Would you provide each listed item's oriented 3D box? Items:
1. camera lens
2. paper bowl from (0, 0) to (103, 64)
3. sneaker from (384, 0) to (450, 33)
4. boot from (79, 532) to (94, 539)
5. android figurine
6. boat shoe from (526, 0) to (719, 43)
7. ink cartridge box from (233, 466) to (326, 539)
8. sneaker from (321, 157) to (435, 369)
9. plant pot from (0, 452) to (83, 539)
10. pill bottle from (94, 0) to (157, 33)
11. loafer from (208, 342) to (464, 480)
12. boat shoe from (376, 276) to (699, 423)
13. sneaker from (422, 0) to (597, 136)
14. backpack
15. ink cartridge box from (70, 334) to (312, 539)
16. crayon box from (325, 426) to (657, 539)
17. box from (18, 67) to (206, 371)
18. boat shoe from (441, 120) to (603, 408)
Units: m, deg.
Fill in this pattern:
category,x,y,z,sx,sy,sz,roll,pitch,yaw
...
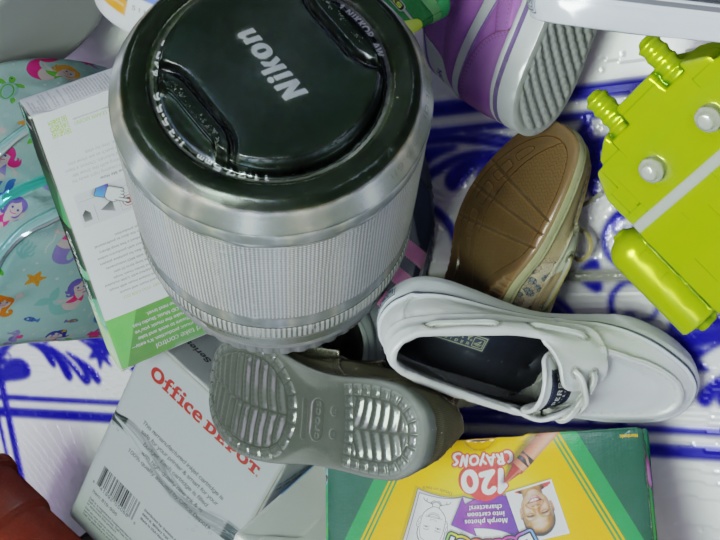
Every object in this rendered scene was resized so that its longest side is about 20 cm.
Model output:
category,x,y,z,sx,sy,sz,roll,pitch,yaw
camera lens,-0.047,-0.056,0.644,0.160,0.160,0.200,43,160,16
paper bowl,-0.252,-0.205,0.813,0.104,0.201,0.201,52,124,11
sneaker,0.012,-0.216,0.701,0.083,0.074,0.200,-12,67,5
boot,-0.223,0.324,1.017,0.154,0.073,0.204,50,119,15
android figurine,0.210,-0.041,0.634,0.200,0.041,0.182,46,135,2
boat shoe,0.186,-0.152,0.591,0.200,0.070,0.066,7,111,7
ink cartridge box,-0.058,0.244,0.858,0.067,0.116,0.200,33,127,17
sneaker,0.000,0.000,0.779,0.070,0.082,0.200,13,109,33
plant pot,-0.259,0.277,0.895,0.195,0.201,0.201,33,119,10
pill bottle,-0.099,-0.250,0.743,0.112,0.112,0.200,36,127,20
loafer,-0.019,0.087,0.727,0.200,0.070,0.075,13,95,43
boat shoe,0.106,0.061,0.684,0.200,0.065,0.074,10,118,-6
sneaker,0.096,-0.191,0.672,0.114,0.073,0.201,41,111,39
backpack,-0.225,-0.047,0.849,0.151,0.177,0.200,45,121,34
ink cartridge box,-0.120,0.153,0.900,0.147,0.083,0.200,40,122,18
crayon box,0.081,0.165,0.723,0.200,0.058,0.119,-6,71,14
box,-0.124,-0.044,0.779,0.036,0.144,0.200,44,151,52
boat shoe,0.095,-0.001,0.738,0.073,0.063,0.200,51,125,43
